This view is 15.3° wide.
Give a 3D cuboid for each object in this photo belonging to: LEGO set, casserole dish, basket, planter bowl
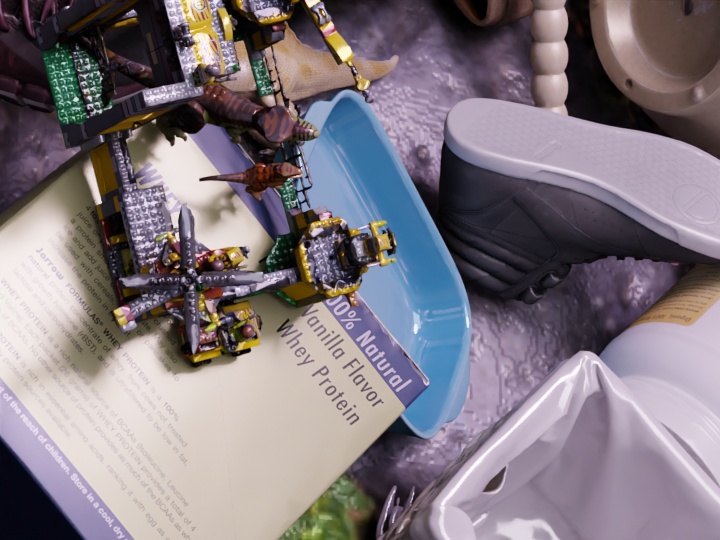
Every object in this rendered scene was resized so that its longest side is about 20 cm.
[{"bbox_3d":[-0.056,-0.063,1.203,0.153,0.116,0.201,-5,84,-28],"label":"LEGO set"},{"bbox_3d":[0.000,0.000,1.396,0.200,0.039,0.121,61,33,-33],"label":"casserole dish"},{"bbox_3d":[0.112,0.163,1.328,0.200,0.123,0.136,48,63,-4],"label":"basket"},{"bbox_3d":[0.215,-0.150,1.505,0.134,0.200,0.201,-3,76,-43],"label":"planter bowl"}]

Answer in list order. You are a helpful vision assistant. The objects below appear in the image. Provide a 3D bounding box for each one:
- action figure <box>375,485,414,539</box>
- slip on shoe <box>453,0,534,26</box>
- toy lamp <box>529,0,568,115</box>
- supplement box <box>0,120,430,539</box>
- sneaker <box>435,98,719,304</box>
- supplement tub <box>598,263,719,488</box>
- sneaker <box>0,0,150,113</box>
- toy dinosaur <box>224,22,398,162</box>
[{"bbox_3d":[0.075,0.181,1.411,0.199,0.069,0.131,17,76,-21],"label":"action figure"},{"bbox_3d":[0.043,-0.230,1.521,0.061,0.076,0.201,-34,101,-40],"label":"slip on shoe"},{"bbox_3d":[0.106,-0.150,1.484,0.058,0.058,0.201,-18,114,-34],"label":"toy lamp"},{"bbox_3d":[-0.116,0.054,1.294,0.200,0.134,0.200,51,56,-8],"label":"supplement box"},{"bbox_3d":[0.132,-0.023,1.472,0.199,0.099,0.071,17,42,-1],"label":"sneaker"},{"bbox_3d":[0.215,0.068,1.483,0.200,0.144,0.145,-39,96,-33],"label":"supplement tub"},{"bbox_3d":[-0.185,-0.132,1.268,0.116,0.199,0.076,53,45,-63],"label":"sneaker"},{"bbox_3d":[-0.049,-0.100,1.431,0.199,0.058,0.102,6,70,-29],"label":"toy dinosaur"}]
